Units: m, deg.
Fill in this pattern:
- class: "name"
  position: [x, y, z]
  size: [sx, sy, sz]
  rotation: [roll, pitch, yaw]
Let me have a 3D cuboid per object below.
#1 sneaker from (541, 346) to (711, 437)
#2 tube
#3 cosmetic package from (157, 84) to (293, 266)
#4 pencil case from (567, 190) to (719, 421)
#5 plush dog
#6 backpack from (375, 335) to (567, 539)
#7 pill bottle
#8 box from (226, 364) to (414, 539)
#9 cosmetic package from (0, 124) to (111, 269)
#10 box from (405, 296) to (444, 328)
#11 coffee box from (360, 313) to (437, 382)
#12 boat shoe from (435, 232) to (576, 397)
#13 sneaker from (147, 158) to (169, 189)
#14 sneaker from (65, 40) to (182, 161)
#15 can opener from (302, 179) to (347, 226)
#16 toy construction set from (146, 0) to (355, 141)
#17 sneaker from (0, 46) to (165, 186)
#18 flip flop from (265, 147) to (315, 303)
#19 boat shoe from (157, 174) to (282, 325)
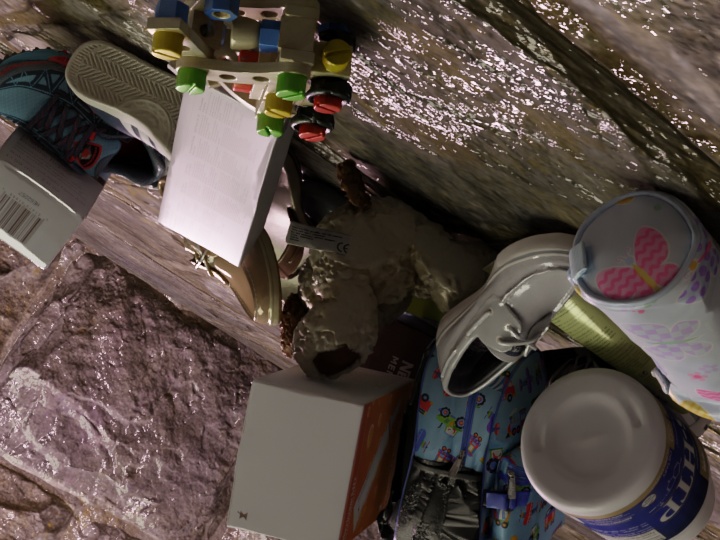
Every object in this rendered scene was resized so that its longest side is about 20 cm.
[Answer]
- class: "sneaker"
  position: [0.213, 0.087, 1.333]
  size: [0.200, 0.075, 0.116]
  rotation: [10, 155, 37]
- class: "tube"
  position: [0.196, 0.041, 1.196]
  size: [0.200, 0.058, 0.052]
  rotation: [33, -157, -6]
- class: "cosmetic package"
  position: [-0.105, -0.090, 1.177]
  size: [0.082, 0.051, 0.200]
  rotation: [28, 146, 3]
- class: "pencil case"
  position: [0.208, 0.027, 0.954]
  size: [0.091, 0.083, 0.200]
  rotation: [-3, 152, 32]
- class: "plush dog"
  position: [0.000, 0.000, 1.288]
  size: [0.161, 0.200, 0.172]
  rotation: [62, 162, 7]
- class: "backpack"
  position: [0.114, 0.142, 1.301]
  size: [0.134, 0.200, 0.183]
  rotation: [14, -164, 24]
- class: "pill bottle"
  position: [0.224, 0.166, 1.231]
  size: [0.120, 0.120, 0.200]
  rotation: [23, 172, 35]
- class: "box"
  position: [-0.029, 0.152, 1.266]
  size: [0.097, 0.125, 0.200]
  rotation: [12, -175, 14]
- class: "cosmetic package"
  position: [-0.298, -0.090, 1.403]
  size: [0.102, 0.074, 0.200]
  rotation: [37, -158, -14]
- class: "box"
  position: [0.029, 0.010, 1.454]
  size: [0.200, 0.048, 0.122]
  rotation: [24, -178, 27]
- class: "coffee box"
  position: [0.051, 0.106, 1.456]
  size: [0.080, 0.113, 0.200]
  rotation: [24, -175, 20]
- class: "boat shoe"
  position: [0.114, 0.039, 1.144]
  size: [0.072, 0.069, 0.200]
  rotation: [19, 146, -24]
- class: "sneaker"
  position: [-0.247, -0.144, 1.529]
  size: [0.200, 0.075, 0.081]
  rotation: [21, -155, -5]
- class: "sneaker"
  position: [-0.164, -0.133, 1.309]
  size: [0.200, 0.075, 0.085]
  rotation: [35, 176, 9]
- class: "can opener"
  position: [-0.086, -0.087, 1.398]
  size: [0.200, 0.053, 0.066]
  rotation: [29, 136, -2]
- class: "toy construction set"
  position: [-0.073, -0.135, 0.940]
  size: [0.131, 0.092, 0.200]
  rotation: [7, -178, -10]
- class: "sneaker"
  position: [-0.255, -0.136, 1.360]
  size: [0.200, 0.079, 0.096]
  rotation: [18, -144, -40]
- class: "flip flop"
  position: [-0.079, -0.038, 1.359]
  size: [0.081, 0.058, 0.200]
  rotation: [9, 136, 20]
- class: "boat shoe"
  position: [-0.124, -0.022, 1.305]
  size: [0.072, 0.065, 0.200]
  rotation: [100, 150, -43]
